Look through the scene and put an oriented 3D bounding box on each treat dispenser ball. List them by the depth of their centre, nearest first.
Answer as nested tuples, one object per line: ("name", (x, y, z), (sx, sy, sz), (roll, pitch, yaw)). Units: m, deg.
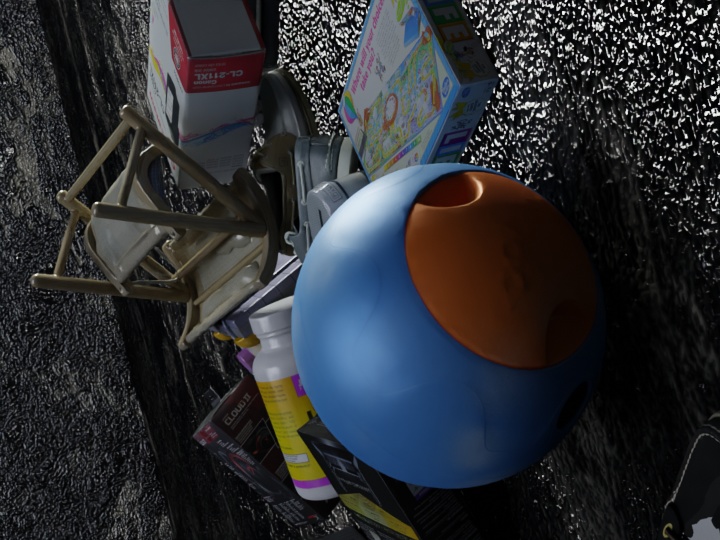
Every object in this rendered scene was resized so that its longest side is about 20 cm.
("treat dispenser ball", (0.055, 0.034, 0.661), (0.200, 0.198, 0.204), (165, 90, -69))

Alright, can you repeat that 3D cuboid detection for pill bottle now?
("pill bottle", (-0.051, 0.131, 1.106), (0.104, 0.103, 0.203), (1, 113, 68))

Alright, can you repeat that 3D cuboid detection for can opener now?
("can opener", (-0.119, -0.244, 1.139), (0.202, 0.052, 0.067), (98, 151, -45))

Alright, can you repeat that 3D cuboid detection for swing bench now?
("swing bench", (-0.210, -0.035, 1.097), (0.198, 0.198, 0.132), (-34, 40, 47))

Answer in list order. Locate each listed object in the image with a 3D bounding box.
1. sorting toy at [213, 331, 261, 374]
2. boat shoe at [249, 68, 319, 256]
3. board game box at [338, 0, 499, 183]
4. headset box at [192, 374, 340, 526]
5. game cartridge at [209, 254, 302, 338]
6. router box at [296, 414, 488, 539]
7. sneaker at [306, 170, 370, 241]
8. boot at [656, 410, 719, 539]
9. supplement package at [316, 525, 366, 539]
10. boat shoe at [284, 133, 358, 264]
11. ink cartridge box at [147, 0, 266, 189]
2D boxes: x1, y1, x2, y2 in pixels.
("sorting toy", (-0.077, 0.121, 1.247), (0.182, 0.106, 0.199), (60, 162, -12))
("boat shoe", (-0.079, -0.114, 1.097), (0.075, 0.067, 0.203), (143, 111, -68))
("board game box", (0.038, -0.138, 0.825), (0.201, 0.034, 0.136), (113, 138, -59))
("headset box", (-0.114, 0.215, 1.264), (0.199, 0.075, 0.149), (41, 157, -2))
("game cartridge", (-0.125, 0.024, 1.225), (0.039, 0.129, 0.199), (58, 162, -13))
("router box", (0.030, 0.201, 0.935), (0.159, 0.052, 0.200), (58, 162, -9))
("sneaker", (0.000, 0.000, 0.969), (0.073, 0.070, 0.202), (44, 149, 41))
("boot", (0.154, 0.181, 0.569), (0.073, 0.148, 0.203), (-132, 34, -50))
("supplement package", (-0.013, 0.398, 1.194), (0.199, 0.115, 0.119), (-159, 57, -65))
("boat shoe", (-0.041, -0.044, 1.021), (0.073, 0.061, 0.202), (-72, -8, -53))
("ink cartridge box", (-0.167, -0.205, 1.095), (0.201, 0.082, 0.147), (109, 144, -53))
